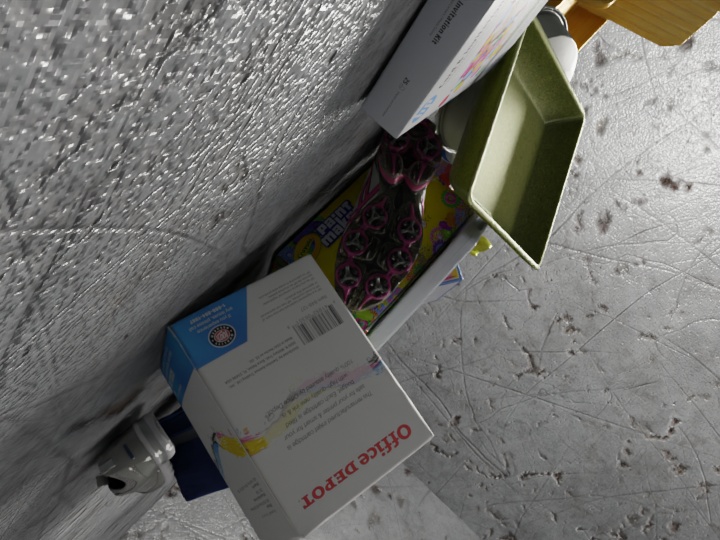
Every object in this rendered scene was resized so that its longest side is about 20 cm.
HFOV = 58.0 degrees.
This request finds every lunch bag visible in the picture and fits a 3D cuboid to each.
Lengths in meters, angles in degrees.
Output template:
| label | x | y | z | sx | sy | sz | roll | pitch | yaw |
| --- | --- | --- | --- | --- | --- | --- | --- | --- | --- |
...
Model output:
| label | x | y | z | sx | sy | sz | roll | pitch | yaw |
| --- | --- | --- | --- | --- | --- | --- | --- | --- | --- |
| lunch bag | -0.172 | 0.203 | 0.852 | 0.200 | 0.132 | 0.136 | -27 | 175 | 31 |

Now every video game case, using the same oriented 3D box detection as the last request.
| label | x | y | z | sx | sy | sz | roll | pitch | yaw |
| --- | --- | --- | --- | --- | --- | --- | --- | --- | --- |
| video game case | 0.074 | 0.013 | 0.748 | 0.200 | 0.022 | 0.182 | -50 | 176 | 24 |

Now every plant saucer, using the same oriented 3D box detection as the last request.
| label | x | y | z | sx | sy | sz | roll | pitch | yaw |
| --- | --- | --- | --- | --- | --- | --- | --- | --- | --- |
| plant saucer | 0.162 | -0.127 | 0.682 | 0.200 | 0.048 | 0.200 | 32 | 75 | -51 |

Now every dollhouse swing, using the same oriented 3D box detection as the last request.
| label | x | y | z | sx | sy | sz | roll | pitch | yaw |
| --- | --- | --- | --- | --- | --- | --- | --- | --- | --- |
| dollhouse swing | 0.365 | -0.347 | 0.916 | 0.182 | 0.176 | 0.200 | -47 | 177 | -4 |

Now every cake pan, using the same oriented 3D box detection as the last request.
| label | x | y | z | sx | sy | sz | roll | pitch | yaw |
| --- | --- | --- | --- | --- | --- | --- | --- | --- | --- |
| cake pan | 0.177 | -0.208 | 0.762 | 0.200 | 0.037 | 0.200 | -31 | 153 | -18 |

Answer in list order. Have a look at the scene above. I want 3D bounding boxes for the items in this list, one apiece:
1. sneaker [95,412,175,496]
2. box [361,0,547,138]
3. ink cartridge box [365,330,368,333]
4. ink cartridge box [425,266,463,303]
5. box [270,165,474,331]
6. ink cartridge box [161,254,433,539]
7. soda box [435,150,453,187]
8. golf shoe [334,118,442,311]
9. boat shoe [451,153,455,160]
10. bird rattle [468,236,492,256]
| label | x | y | z | sx | sy | sz | roll | pitch | yaw |
| --- | --- | --- | --- | --- | --- | --- | --- | --- | --- |
| sneaker | -0.268 | 0.222 | 0.752 | 0.082 | 0.075 | 0.200 | -29 | 161 | -29 |
| box | 0.098 | -0.199 | 0.498 | 0.200 | 0.041 | 0.156 | -41 | 174 | -46 |
| ink cartridge box | -0.077 | 0.157 | 0.999 | 0.200 | 0.067 | 0.116 | -53 | -152 | -14 |
| ink cartridge box | 0.085 | -0.052 | 1.071 | 0.076 | 0.200 | 0.136 | -13 | 167 | -17 |
| box | 0.000 | -0.010 | 0.772 | 0.200 | 0.122 | 0.193 | -46 | 176 | -24 |
| ink cartridge box | -0.067 | 0.123 | 0.597 | 0.147 | 0.200 | 0.145 | -28 | 168 | -29 |
| soda box | 0.110 | -0.146 | 0.976 | 0.200 | 0.070 | 0.063 | -45 | 177 | -21 |
| golf shoe | 0.026 | -0.049 | 0.639 | 0.092 | 0.073 | 0.200 | 124 | -13 | -75 |
| boat shoe | 0.175 | -0.228 | 0.883 | 0.199 | 0.074 | 0.066 | 100 | 3 | -55 |
| bird rattle | 0.152 | -0.113 | 1.141 | 0.113 | 0.200 | 0.163 | -16 | 157 | 14 |
